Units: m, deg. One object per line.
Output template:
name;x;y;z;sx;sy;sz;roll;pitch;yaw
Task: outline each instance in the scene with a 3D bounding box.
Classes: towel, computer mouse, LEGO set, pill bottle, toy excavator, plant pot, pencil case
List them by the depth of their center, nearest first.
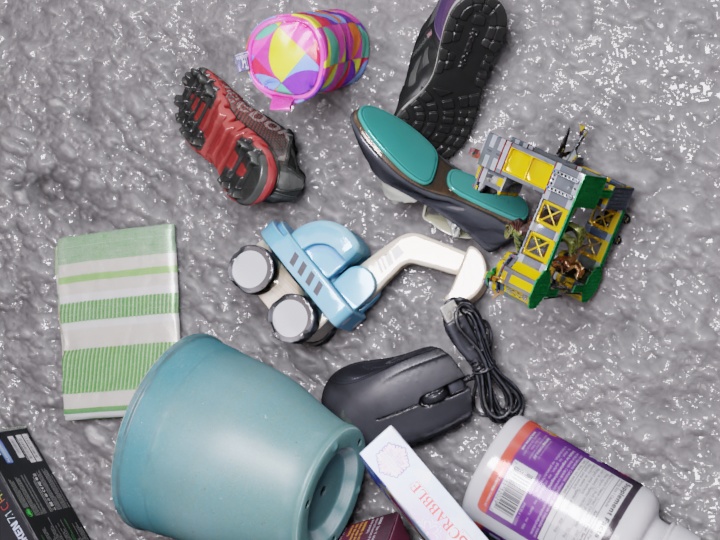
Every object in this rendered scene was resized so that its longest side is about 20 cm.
LEGO set;0.154;-0.049;1.189;0.115;0.199;0.155;27;112;26
pill bottle;0.201;0.227;1.203;0.199;0.111;0.112;29;99;18
pencil case;-0.049;-0.204;1.258;0.087;0.200;0.089;3;104;14
plant pot;-0.103;0.184;1.267;0.186;0.200;0.202;18;95;23
computer mouse;0.045;0.119;1.277;0.198;0.053;0.139;-22;106;23
toy excavator;0.000;0.000;1.299;0.200;0.100;0.195;-43;77;6
towel;-0.260;0.057;1.429;0.151;0.023;0.202;-5;86;20

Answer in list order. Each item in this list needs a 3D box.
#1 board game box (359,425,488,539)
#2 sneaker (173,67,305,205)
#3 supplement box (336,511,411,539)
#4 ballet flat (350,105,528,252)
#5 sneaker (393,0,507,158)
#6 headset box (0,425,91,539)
board game box;0.081;0.240;1.200;0.041;0.200;0.200;-40;76;-6
sneaker;-0.120;-0.134;1.354;0.071;0.097;0.201;-57;49;24
supplement box;-0.037;0.325;1.290;0.198;0.086;0.111;-19;104;20
ballet flat;0.064;-0.079;1.258;0.199;0.073;0.073;30;100;-10
sneaker;0.079;-0.192;1.288;0.075;0.088;0.201;16;120;-21
headset box;-0.417;0.300;1.447;0.199;0.093;0.175;-37;77;17
